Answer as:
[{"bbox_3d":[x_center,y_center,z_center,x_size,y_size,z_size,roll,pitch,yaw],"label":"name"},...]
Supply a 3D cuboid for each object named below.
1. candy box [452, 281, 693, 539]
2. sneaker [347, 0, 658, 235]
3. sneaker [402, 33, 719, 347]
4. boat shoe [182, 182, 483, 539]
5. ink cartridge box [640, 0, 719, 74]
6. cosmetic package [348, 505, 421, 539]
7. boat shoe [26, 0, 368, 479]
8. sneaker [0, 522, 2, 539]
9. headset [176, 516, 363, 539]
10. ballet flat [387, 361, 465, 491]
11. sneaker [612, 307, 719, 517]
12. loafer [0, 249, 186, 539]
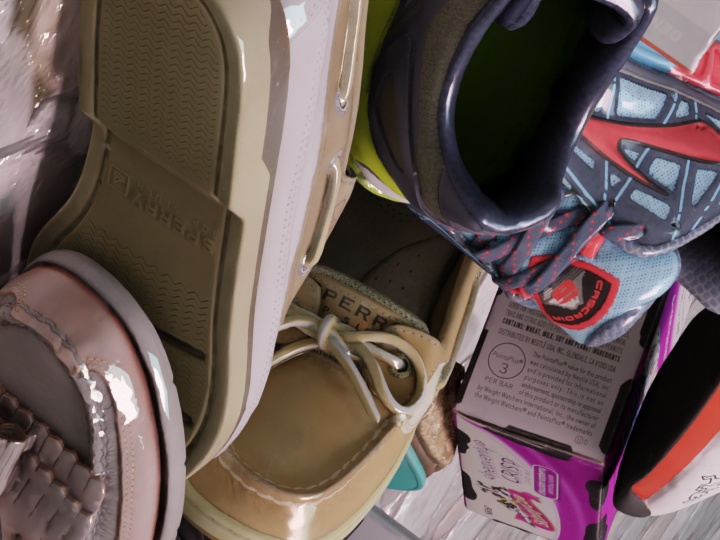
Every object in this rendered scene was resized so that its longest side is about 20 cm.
[{"bbox_3d":[0.096,-0.009,1.043,0.136,0.061,0.200,79,32,-70],"label":"candy box"},{"bbox_3d":[0.050,-0.098,0.691,0.074,0.081,0.200,3,112,-25],"label":"sneaker"},{"bbox_3d":[0.059,-0.029,0.798,0.200,0.096,0.079,5,161,-34],"label":"sneaker"},{"bbox_3d":[0.003,0.001,0.828,0.201,0.073,0.063,-55,173,-43],"label":"boat shoe"},{"bbox_3d":[0.112,-0.158,0.773,0.200,0.109,0.050,-54,165,2],"label":"ink cartridge box"},{"bbox_3d":[-0.020,0.135,1.097,0.101,0.071,0.200,-52,164,-4],"label":"cosmetic package"},{"bbox_3d":[-0.034,-0.019,0.712,0.068,0.075,0.200,-38,160,-36],"label":"boat shoe"},{"bbox_3d":[-0.164,0.104,0.657,0.083,0.072,0.200,17,111,-46],"label":"sneaker"},{"bbox_3d":[-0.046,0.098,0.877,0.123,0.094,0.200,-44,173,-3],"label":"headset"},{"bbox_3d":[0.001,0.022,0.961,0.200,0.070,0.065,79,23,-73],"label":"ballet flat"},{"bbox_3d":[0.167,0.038,0.914,0.201,0.108,0.067,-57,-170,46],"label":"sneaker"},{"bbox_3d":[-0.096,0.074,0.752,0.063,0.072,0.200,-35,160,-32],"label":"loafer"}]
